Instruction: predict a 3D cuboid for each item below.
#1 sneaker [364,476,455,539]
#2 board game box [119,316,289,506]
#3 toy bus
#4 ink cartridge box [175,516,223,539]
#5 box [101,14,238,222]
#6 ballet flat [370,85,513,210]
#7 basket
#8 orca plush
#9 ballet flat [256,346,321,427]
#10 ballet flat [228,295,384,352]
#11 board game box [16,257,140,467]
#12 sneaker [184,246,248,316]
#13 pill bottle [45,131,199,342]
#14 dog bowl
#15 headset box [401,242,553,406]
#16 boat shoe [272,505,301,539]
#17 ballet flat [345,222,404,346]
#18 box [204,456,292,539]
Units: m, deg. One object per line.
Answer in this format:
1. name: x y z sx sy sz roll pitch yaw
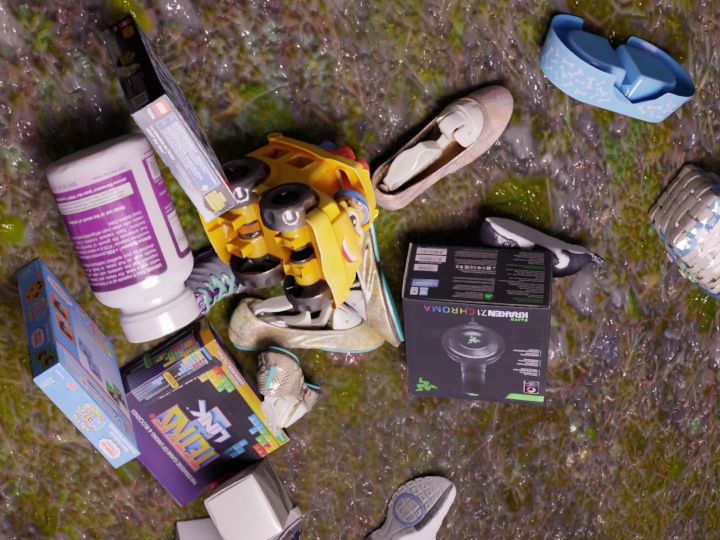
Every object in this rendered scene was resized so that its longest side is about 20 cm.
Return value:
1. sneaker: 0.074 0.367 1.695 0.087 0.075 0.200 15 122 -42
2. board game box: -0.205 0.176 1.458 0.165 0.057 0.200 -33 127 -1
3. toy bus: -0.050 -0.070 1.280 0.192 0.199 0.136 -37 132 -30
4. ink cartridge box: -0.198 0.450 1.583 0.083 0.145 0.201 -4 122 -17
5. box: -0.188 -0.152 1.162 0.040 0.200 0.137 -30 128 0
6. ballet flat: 0.091 -0.142 1.355 0.200 0.068 0.067 -43 160 7
7. basket: 0.476 -0.036 1.524 0.199 0.177 0.140 28 108 -13
8. orca plush: 0.211 -0.013 1.479 0.199 0.105 0.071 3 122 -51
9. ballet flat: -0.093 0.148 1.424 0.200 0.067 0.076 69 39 -72
10. ballet flat: -0.058 0.061 1.426 0.199 0.071 0.071 2 121 -20
11. board game box: -0.304 0.096 1.276 0.036 0.200 0.152 -31 127 1
12. sneaker: -0.165 0.020 1.352 0.199 0.088 0.075 -20 127 -9
13. pill bottle: -0.240 -0.032 1.237 0.112 0.112 0.201 -21 104 -8
14. dog bowl: 0.290 -0.228 1.365 0.199 0.112 0.050 11 131 -28
15. headset box: 0.142 0.071 1.445 0.173 0.093 0.201 4 138 8
16. boat shoe: -0.105 0.374 1.535 0.074 0.200 0.093 -30 88 15
17. ballet flat: 0.000 0.000 1.403 0.070 0.071 0.201 -18 109 -10
18. box: -0.135 0.288 1.469 0.068 0.200 0.083 -30 89 -2
